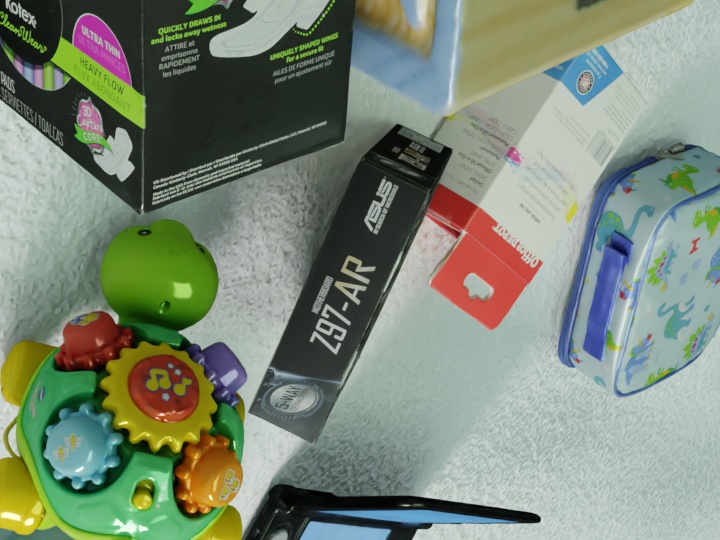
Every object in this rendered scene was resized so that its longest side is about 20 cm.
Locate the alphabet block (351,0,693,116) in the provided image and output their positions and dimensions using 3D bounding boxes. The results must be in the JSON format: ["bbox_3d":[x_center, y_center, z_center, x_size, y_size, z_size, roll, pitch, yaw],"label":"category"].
[{"bbox_3d":[0.056,-0.226,0.760,0.199,0.195,0.198,-28,138,-35],"label":"alphabet block"}]

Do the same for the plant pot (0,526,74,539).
[{"bbox_3d":[-0.155,0.236,0.922,0.200,0.134,0.201,-30,137,-32],"label":"plant pot"}]

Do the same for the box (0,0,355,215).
[{"bbox_3d":[-0.090,-0.158,0.676,0.124,0.148,0.201,-22,133,-36],"label":"box"}]

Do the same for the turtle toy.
[{"bbox_3d":[-0.120,0.066,0.816,0.145,0.201,0.101,15,140,-21],"label":"turtle toy"}]

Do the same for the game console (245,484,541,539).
[{"bbox_3d":[0.013,0.225,1.125,0.199,0.116,0.177,20,101,-53],"label":"game console"}]

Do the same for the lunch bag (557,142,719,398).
[{"bbox_3d":[0.247,-0.001,1.253,0.160,0.082,0.201,-23,133,-39],"label":"lunch bag"}]

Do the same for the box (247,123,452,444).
[{"bbox_3d":[0.000,0.000,0.908,0.200,0.043,0.161,-57,172,-76],"label":"box"}]

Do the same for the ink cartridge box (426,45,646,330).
[{"bbox_3d":[0.105,-0.070,1.045,0.201,0.067,0.116,-56,144,0],"label":"ink cartridge box"}]
